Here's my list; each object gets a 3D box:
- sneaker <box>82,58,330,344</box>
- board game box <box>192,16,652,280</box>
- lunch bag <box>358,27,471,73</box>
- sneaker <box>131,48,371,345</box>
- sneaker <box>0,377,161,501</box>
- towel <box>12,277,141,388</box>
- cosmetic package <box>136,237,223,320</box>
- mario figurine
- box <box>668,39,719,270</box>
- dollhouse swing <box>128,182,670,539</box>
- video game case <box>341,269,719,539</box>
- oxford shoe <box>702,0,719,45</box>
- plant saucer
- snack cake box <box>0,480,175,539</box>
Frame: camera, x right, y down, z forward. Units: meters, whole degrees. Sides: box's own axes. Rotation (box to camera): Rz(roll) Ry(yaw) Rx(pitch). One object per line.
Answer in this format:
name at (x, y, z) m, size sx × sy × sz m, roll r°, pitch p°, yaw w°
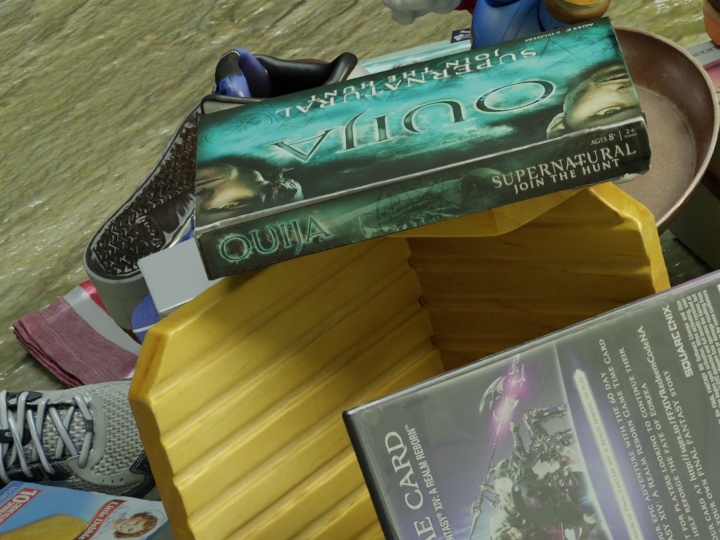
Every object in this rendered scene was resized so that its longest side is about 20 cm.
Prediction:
sneaker at (-0.077, -0.038, 1.552) m, size 0.073 × 0.085 × 0.200 m, roll 27°, pitch 61°, yaw 35°
board game box at (0.025, -0.057, 1.215) m, size 0.199 × 0.028 × 0.135 m, roll -14°, pitch 24°, yaw 4°
lunch bag at (0.057, -0.097, 1.653) m, size 0.160 × 0.077 × 0.200 m, roll -9°, pitch -3°, yaw 14°
sneaker at (-0.054, -0.049, 1.396) m, size 0.199 × 0.115 × 0.081 m, roll -37°, pitch 13°, yaw 23°
sneaker at (-0.172, 0.095, 1.382) m, size 0.200 × 0.077 × 0.085 m, roll -19°, pitch -27°, yaw 36°
towel at (-0.103, 0.001, 1.622) m, size 0.200 × 0.023 × 0.144 m, roll -38°, pitch 30°, yaw -14°
cosmetic package at (0.000, 0.000, 1.329) m, size 0.199 × 0.083 × 0.051 m, roll -23°, pitch 37°, yaw -4°
mario figurine at (0.079, -0.099, 1.356) m, size 0.106 × 0.200 × 0.124 m, roll -21°, pitch 66°, yaw -7°
box at (0.251, -0.056, 1.487) m, size 0.128 × 0.109 × 0.200 m, roll -18°, pitch 24°, yaw -9°
dollhouse swing at (0.029, 0.068, 1.223) m, size 0.181 × 0.201 × 0.176 m, roll 1°, pitch 29°, yaw 32°
video game case at (0.108, 0.095, 1.195) m, size 0.199 × 0.143 × 0.019 m, roll -20°, pitch 1°, yaw -11°
oxford shoe at (0.234, -0.146, 1.467) m, size 0.071 × 0.073 × 0.200 m, roll -20°, pitch 24°, yaw -15°
plant saucer at (0.099, -0.053, 1.462) m, size 0.200 × 0.035 × 0.201 m, roll -15°, pitch 42°, yaw 14°
snack cake box at (-0.172, 0.180, 1.261) m, size 0.115 × 0.067 × 0.200 m, roll 2°, pitch 29°, yaw 36°
